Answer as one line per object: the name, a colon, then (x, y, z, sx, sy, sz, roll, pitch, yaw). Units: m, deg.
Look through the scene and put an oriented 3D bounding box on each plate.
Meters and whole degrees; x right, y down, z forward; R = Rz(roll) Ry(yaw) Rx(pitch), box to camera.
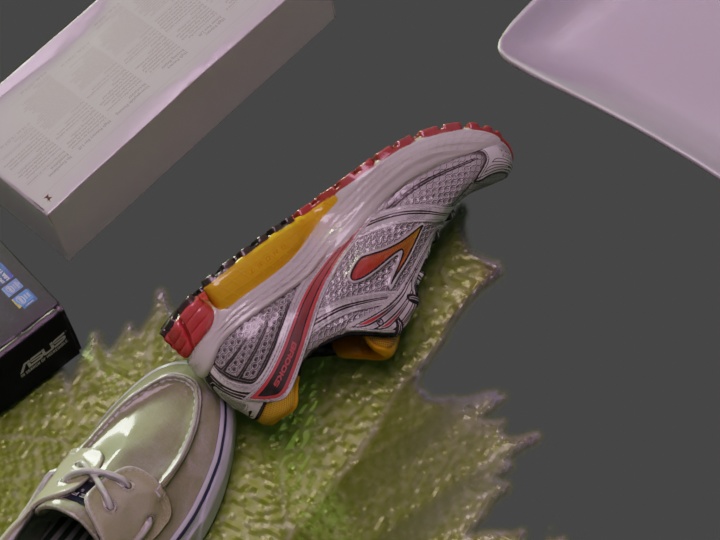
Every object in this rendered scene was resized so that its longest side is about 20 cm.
plate: (0.205, -0.127, 1.045, 0.200, 0.032, 0.200, 33, 69, 24)

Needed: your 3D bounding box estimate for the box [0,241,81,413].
box: (-0.262, 0.016, 1.013, 0.160, 0.044, 0.200, -38, 61, -16)

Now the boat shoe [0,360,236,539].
boat shoe: (-0.119, 0.118, 0.919, 0.072, 0.062, 0.200, 21, 62, 19)

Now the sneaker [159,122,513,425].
sneaker: (0.000, 0.000, 0.981, 0.200, 0.078, 0.082, -38, 90, -22)

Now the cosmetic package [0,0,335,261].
cosmetic package: (-0.111, -0.102, 1.061, 0.082, 0.051, 0.200, 37, 70, 28)
